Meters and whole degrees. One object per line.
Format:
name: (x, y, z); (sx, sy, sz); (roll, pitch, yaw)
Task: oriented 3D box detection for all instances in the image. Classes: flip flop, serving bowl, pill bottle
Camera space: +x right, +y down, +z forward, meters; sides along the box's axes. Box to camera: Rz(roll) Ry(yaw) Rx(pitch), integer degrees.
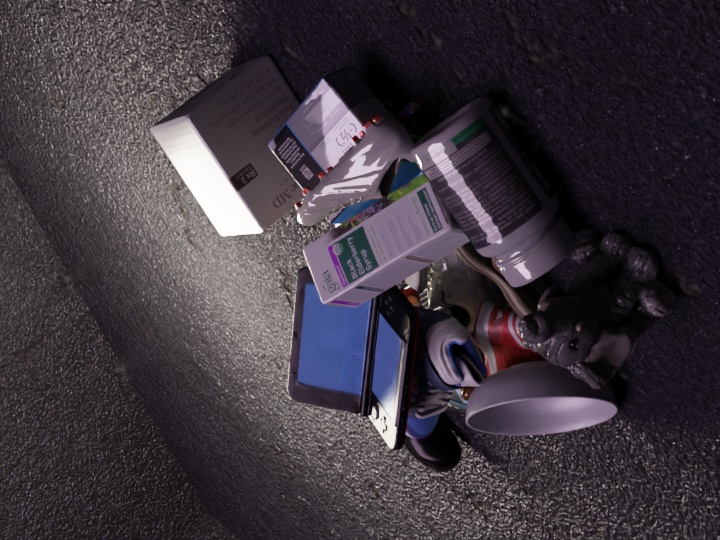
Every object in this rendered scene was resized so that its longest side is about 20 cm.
flip flop: (0.186, -0.013, 1.552); (0.200, 0.081, 0.058); (50, 140, -2)
serving bowl: (0.234, 0.162, 1.634); (0.200, 0.198, 0.066); (116, 153, -66)
pill bottle: (0.156, -0.088, 1.431); (0.201, 0.113, 0.113); (54, 157, -8)

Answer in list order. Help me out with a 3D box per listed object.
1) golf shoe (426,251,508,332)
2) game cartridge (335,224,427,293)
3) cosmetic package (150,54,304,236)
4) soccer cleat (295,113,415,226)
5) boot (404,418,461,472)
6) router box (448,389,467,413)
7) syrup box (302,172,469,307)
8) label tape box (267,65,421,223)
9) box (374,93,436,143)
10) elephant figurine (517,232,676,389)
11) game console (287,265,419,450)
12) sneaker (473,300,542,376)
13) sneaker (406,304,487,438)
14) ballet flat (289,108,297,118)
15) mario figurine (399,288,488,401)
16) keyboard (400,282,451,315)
golf shoe: (0.119, 0.002, 1.635); (0.201, 0.097, 0.078); (53, 162, -27)
game cartridge: (0.019, -0.059, 1.772); (0.200, 0.038, 0.130); (40, 156, 20)
cosmetic package: (-0.171, -0.180, 1.835); (0.201, 0.165, 0.165); (56, 156, -16)
soccer cleat: (-0.008, -0.104, 1.506); (0.078, 0.069, 0.200); (47, 128, 1)
boot: (0.087, 0.242, 2.079); (0.211, 0.079, 0.158); (45, 168, 14)
router box: (0.112, 0.139, 1.912); (0.150, 0.062, 0.199); (54, 158, -22)
syrup box: (0.034, -0.034, 1.518); (0.081, 0.199, 0.079); (9, -125, -59)
label tape box: (-0.006, -0.134, 1.572); (0.201, 0.066, 0.143); (52, 131, 6)
box: (0.041, -0.162, 1.635); (0.199, 0.036, 0.144); (22, 145, 51)
elephant figurine: (0.241, 0.060, 1.387); (0.156, 0.200, 0.141); (56, 156, -16)
game console: (-0.012, 0.115, 1.625); (0.172, 0.117, 0.202); (-130, 42, -61)
sneaker: (0.228, 0.111, 1.655); (0.115, 0.079, 0.200); (10, 162, 27)
sneaker: (0.104, 0.151, 1.632); (0.146, 0.080, 0.202); (24, 124, 51)
ballet flat: (-0.025, -0.135, 1.673); (0.200, 0.067, 0.064); (46, 165, 10)
mario figurine: (0.084, 0.108, 1.743); (0.199, 0.124, 0.106); (35, -163, 20)
keyboard: (0.099, 0.016, 1.821); (0.127, 0.021, 0.200); (51, 157, -2)
